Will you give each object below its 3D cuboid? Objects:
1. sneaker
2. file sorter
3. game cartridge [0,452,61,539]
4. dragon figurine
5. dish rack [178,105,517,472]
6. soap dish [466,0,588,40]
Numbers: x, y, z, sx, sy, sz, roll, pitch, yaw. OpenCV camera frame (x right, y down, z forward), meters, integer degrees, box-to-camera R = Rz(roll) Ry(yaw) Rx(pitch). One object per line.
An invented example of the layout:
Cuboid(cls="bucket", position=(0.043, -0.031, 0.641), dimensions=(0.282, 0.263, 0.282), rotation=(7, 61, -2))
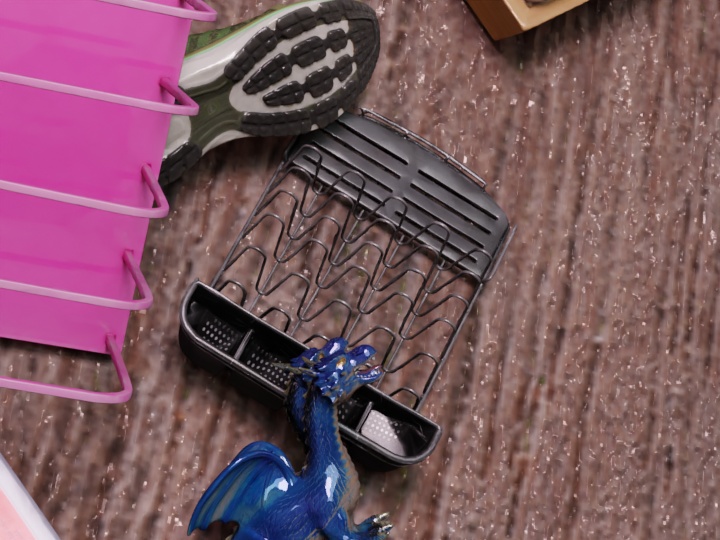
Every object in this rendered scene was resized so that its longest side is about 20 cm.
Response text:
Cuboid(cls="sneaker", position=(-0.084, -0.111, 1.194), dimensions=(0.199, 0.077, 0.089), rotation=(-22, 38, -21))
Cuboid(cls="file sorter", position=(-0.157, -0.051, 1.060), dimensions=(0.138, 0.125, 0.202), rotation=(10, 101, -16))
Cuboid(cls="game cartridge", position=(-0.205, 0.161, 1.054), dimensions=(0.133, 0.041, 0.201), rotation=(-33, 80, -22))
Cuboid(cls="dragon figurine", position=(-0.052, 0.122, 1.096), dimensions=(0.200, 0.059, 0.100), rotation=(-43, 93, 2))
Cuboid(cls="dish rack", position=(0.000, 0.000, 1.190), dimensions=(0.153, 0.055, 0.201), rotation=(31, 60, -5))
Cuboid(cls="soap dish", position=(0.095, -0.244, 1.317), dimensions=(0.157, 0.081, 0.201), rotation=(-28, 78, -28))
